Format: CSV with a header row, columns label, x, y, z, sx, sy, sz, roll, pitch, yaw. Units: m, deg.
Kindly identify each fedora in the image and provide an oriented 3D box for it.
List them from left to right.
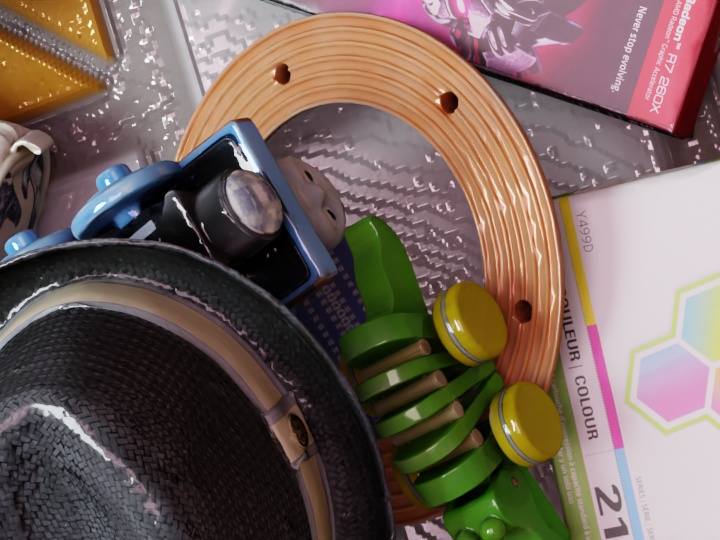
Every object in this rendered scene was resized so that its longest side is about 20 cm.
label,x,y,z,sx,sy,sz,roll,pitch,yaw
fedora,-0.084,0.094,0.884,0.200,0.092,0.201,4,108,11

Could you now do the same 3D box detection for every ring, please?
label,x,y,z,sx,sy,sz,roll,pitch,yaw
ring,0.000,0.000,1.008,0.200,0.019,0.201,6,100,38

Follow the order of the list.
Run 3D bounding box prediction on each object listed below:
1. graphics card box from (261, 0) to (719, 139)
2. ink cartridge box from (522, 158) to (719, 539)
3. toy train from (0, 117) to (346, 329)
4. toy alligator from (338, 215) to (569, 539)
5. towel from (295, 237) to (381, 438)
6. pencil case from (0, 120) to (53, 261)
label,x,y,z,sx,sy,sz,roll,pitch,yaw
graphics card box,0.053,-0.140,1.017,0.199,0.051,0.126,20,95,12
ink cartridge box,0.169,0.025,0.979,0.199,0.076,0.148,-14,87,17
toy train,-0.087,0.017,0.992,0.200,0.114,0.087,-37,81,33
toy alligator,0.040,0.074,0.938,0.059,0.054,0.200,-28,92,34
towel,-0.062,0.073,1.076,0.200,0.024,0.145,-35,80,12
pencil case,-0.223,-0.050,1.086,0.199,0.078,0.090,19,119,15
